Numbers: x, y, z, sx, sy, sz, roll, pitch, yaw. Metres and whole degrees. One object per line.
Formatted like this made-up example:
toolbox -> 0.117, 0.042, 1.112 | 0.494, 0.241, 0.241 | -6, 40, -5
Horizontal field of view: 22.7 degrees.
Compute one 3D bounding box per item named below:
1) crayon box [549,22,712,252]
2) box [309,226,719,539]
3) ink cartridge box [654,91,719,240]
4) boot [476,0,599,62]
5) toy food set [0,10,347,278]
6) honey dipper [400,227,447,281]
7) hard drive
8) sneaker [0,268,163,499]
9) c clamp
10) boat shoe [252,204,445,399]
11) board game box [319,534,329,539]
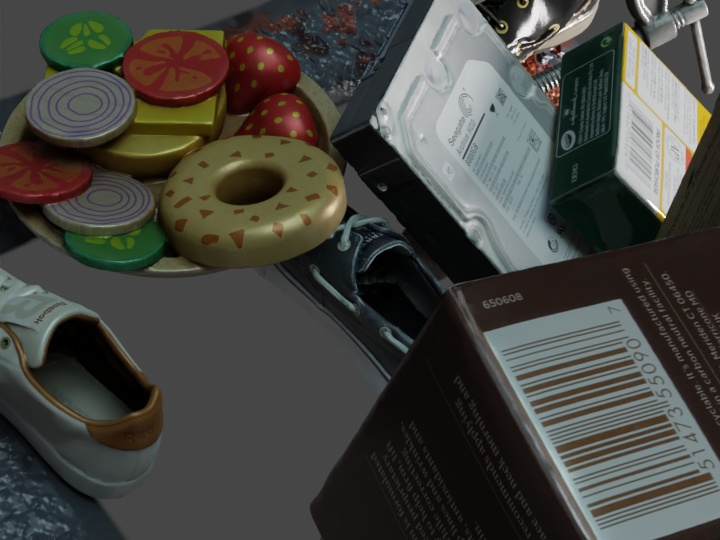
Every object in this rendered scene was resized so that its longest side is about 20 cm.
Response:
crayon box -> 0.195, -0.037, 1.081 | 0.200, 0.051, 0.126 | 40, 42, -30
box -> 0.105, 0.111, 0.826 | 0.164, 0.200, 0.166 | -12, 61, -30
ink cartridge box -> 0.204, 0.033, 0.942 | 0.075, 0.200, 0.165 | 7, 46, -8
boot -> 0.106, -0.190, 1.131 | 0.200, 0.151, 0.073 | -29, 69, -36
toy food set -> -0.105, -0.070, 0.981 | 0.197, 0.049, 0.200 | 1, 46, -1
honey dipper -> 0.095, -0.052, 1.101 | 0.038, 0.038, 0.200 | 43, 46, 12
hard drive -> 0.078, -0.053, 1.028 | 0.200, 0.038, 0.140 | 48, 44, -22
sneaker -> -0.174, 0.023, 0.889 | 0.200, 0.085, 0.073 | 36, 50, 7
c clamp -> 0.124, -0.141, 1.099 | 0.199, 0.171, 0.027 | -22, 40, -7
boat shoe -> 0.000, 0.000, 0.992 | 0.072, 0.068, 0.200 | -24, 66, -36
board game box -> 0.064, 0.188, 0.902 | 0.200, 0.029, 0.135 | 28, 49, -1
